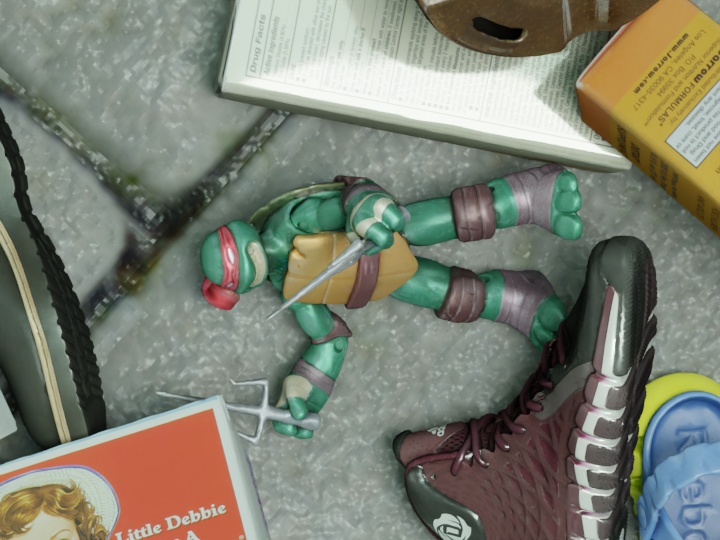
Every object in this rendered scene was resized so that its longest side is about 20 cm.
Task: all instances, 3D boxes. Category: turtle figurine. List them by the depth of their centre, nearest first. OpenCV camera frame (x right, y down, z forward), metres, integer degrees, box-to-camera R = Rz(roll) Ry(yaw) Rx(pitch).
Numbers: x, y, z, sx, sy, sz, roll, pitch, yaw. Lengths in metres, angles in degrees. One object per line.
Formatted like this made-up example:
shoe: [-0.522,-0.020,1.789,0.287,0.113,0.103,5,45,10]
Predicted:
turtle figurine: [0.000,0.000,1.169,0.200,0.150,0.101,-6,54,-16]

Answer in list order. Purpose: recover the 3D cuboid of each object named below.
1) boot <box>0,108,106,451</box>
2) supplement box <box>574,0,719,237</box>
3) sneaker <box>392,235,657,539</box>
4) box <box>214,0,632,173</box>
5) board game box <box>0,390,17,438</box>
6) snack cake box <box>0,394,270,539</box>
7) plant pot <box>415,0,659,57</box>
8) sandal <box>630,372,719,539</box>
boot: [-0.212,0.012,1.178,0.138,0.077,0.200,-22,81,1]
supplement box: [0.190,-0.036,1.105,0.200,0.067,0.069,40,86,14]
sneaker: [0.073,0.071,1.173,0.115,0.076,0.200,12,114,14]
box: [0.036,-0.110,1.189,0.200,0.078,0.095,12,90,-5]
board game box: [-0.281,0.050,1.139,0.200,0.064,0.148,-24,93,17]
snack cake box: [-0.139,0.147,1.131,0.200,0.067,0.115,-17,56,1]
plant pot: [0.055,-0.213,1.090,0.200,0.200,0.198,-23,56,-4]
sandal: [0.169,0.152,1.202,0.079,0.087,0.200,-12,94,-7]
